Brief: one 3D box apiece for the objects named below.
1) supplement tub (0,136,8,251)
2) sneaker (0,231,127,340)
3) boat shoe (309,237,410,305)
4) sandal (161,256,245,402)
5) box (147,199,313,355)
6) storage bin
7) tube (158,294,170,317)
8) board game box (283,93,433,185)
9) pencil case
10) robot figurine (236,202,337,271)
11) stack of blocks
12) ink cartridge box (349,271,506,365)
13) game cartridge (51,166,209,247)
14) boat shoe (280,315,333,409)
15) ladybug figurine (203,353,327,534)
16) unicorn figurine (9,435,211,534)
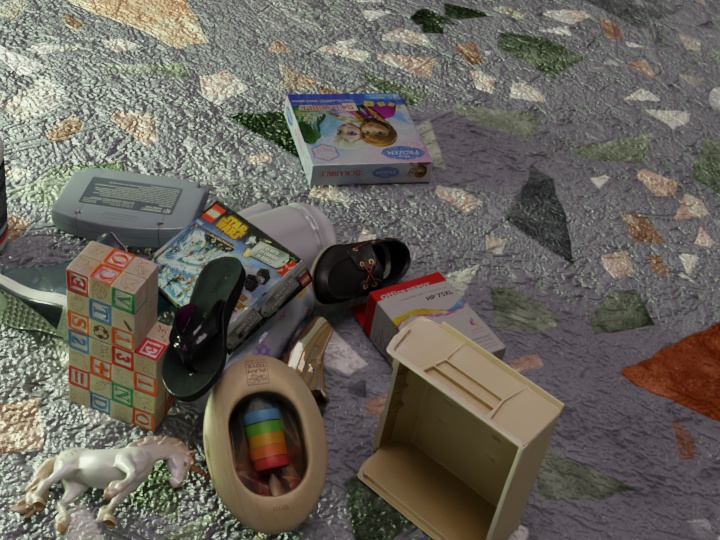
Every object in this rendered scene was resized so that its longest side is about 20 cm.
[{"bbox_3d":[-0.526,-0.114,1.509,0.138,0.202,0.141,7,39,-5],"label":"supplement tub"},{"bbox_3d":[-0.377,0.009,1.471,0.200,0.078,0.147,15,45,25],"label":"sneaker"},{"bbox_3d":[0.000,-0.003,1.555,0.062,0.075,0.201,-3,10,31],"label":"boat shoe"},{"bbox_3d":[-0.182,0.057,1.315,0.074,0.048,0.202,-8,46,20],"label":"sandal"},{"bbox_3d":[-0.166,0.004,1.425,0.137,0.040,0.199,-42,43,-14],"label":"box"},{"bbox_3d":[0.101,0.186,1.296,0.198,0.202,0.093,34,43,26],"label":"storage bin"},{"bbox_3d":[-0.250,0.012,1.543,0.076,0.051,0.200,0,31,28],"label":"tube"},{"bbox_3d":[-0.006,-0.212,1.871,0.197,0.042,0.201,-4,42,-17],"label":"board game box"},{"bbox_3d":[-0.133,0.088,1.420,0.082,0.091,0.201,25,53,11],"label":"pencil case"},{"bbox_3d":[-0.112,-0.024,1.566,0.198,0.114,0.170,-19,59,-31],"label":"robot figurine"},{"bbox_3d":[-0.270,0.077,1.340,0.114,0.202,0.059,18,39,11],"label":"stack of blocks"},{"bbox_3d":[0.083,0.075,1.530,0.115,0.068,0.200,-16,46,-29],"label":"ink cartridge box"},{"bbox_3d":[-0.322,-0.087,1.643,0.197,0.042,0.134,8,42,5],"label":"game cartridge"},{"bbox_3d":[-0.071,0.141,1.427,0.076,0.072,0.201,30,50,2],"label":"boat shoe"},{"bbox_3d":[-0.106,0.192,1.301,0.134,0.072,0.203,-5,72,-11],"label":"ladybug figurine"},{"bbox_3d":[-0.265,0.222,1.265,0.197,0.075,0.138,9,28,7],"label":"unicorn figurine"}]
